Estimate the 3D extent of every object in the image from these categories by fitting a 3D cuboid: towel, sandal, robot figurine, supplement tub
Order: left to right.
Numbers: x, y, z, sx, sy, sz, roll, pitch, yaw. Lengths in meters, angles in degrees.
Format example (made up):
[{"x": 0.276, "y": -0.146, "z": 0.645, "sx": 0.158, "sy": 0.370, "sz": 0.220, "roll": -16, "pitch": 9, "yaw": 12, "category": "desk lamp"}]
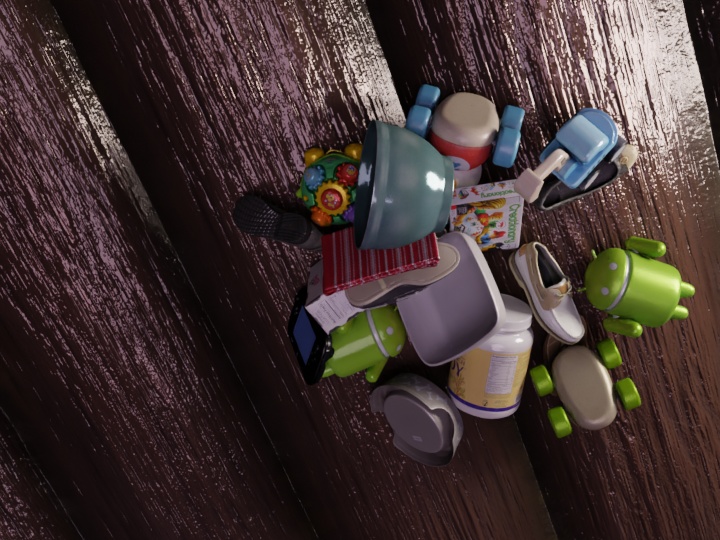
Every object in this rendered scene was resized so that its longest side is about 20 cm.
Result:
[{"x": -0.002, "y": 0.127, "z": 1.543, "sx": 0.198, "sy": 0.116, "sz": 0.176, "roll": -23, "pitch": 128, "yaw": 8, "category": "robot figurine"}, {"x": 0.028, "y": -0.034, "z": 1.341, "sx": 0.197, "sy": 0.146, "sz": 0.023, "roll": -16, "pitch": 131, "yaw": 9, "category": "towel"}, {"x": 0.245, "y": 0.158, "z": 1.536, "sx": 0.143, "sy": 0.146, "sz": 0.203, "roll": 6, "pitch": 113, "yaw": -1, "category": "supplement tub"}, {"x": 0.388, "y": 0.158, "z": 1.586, "sx": 0.079, "sy": 0.054, "sz": 0.202, "roll": -10, "pitch": 127, "yaw": -7, "category": "sandal"}, {"x": 0.497, "y": 0.031, "z": 1.485, "sx": 0.198, "sy": 0.116, "sz": 0.178, "roll": 18, "pitch": 90, "yaw": -5, "category": "robot figurine"}]

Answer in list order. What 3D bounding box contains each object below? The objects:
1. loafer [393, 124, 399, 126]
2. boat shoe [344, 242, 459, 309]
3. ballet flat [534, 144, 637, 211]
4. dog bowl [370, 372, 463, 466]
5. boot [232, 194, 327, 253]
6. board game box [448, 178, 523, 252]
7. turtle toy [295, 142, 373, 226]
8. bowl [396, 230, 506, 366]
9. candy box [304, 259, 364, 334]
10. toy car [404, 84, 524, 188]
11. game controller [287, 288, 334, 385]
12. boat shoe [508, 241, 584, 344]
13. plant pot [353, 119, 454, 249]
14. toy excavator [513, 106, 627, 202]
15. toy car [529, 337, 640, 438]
[{"x": 0.088, "y": -0.165, "z": 1.453, "sx": 0.070, "sy": 0.068, "sz": 0.203, "roll": -25, "pitch": 108, "yaw": -21, "category": "loafer"}, {"x": 0.071, "y": 0.012, "z": 1.355, "sx": 0.198, "sy": 0.063, "sz": 0.073, "roll": -22, "pitch": 66, "yaw": 3, "category": "boat shoe"}, {"x": 0.402, "y": -0.158, "z": 1.448, "sx": 0.199, "sy": 0.057, "sz": 0.067, "roll": -30, "pitch": 110, "yaw": 13, "category": "ballet flat"}, {"x": 0.113, "y": 0.285, "z": 1.587, "sx": 0.199, "sy": 0.059, "sz": 0.202, "roll": 29, "pitch": 142, "yaw": 26, "category": "dog bowl"}, {"x": -0.131, "y": -0.070, "z": 1.478, "sx": 0.130, "sy": 0.199, "sz": 0.068, "roll": 27, "pitch": 86, "yaw": -53, "category": "boot"}, {"x": 0.217, "y": -0.088, "z": 1.428, "sx": 0.124, "sy": 0.035, "sz": 0.200, "roll": -9, "pitch": 155, "yaw": 5, "category": "board game box"}, {"x": -0.020, "y": -0.141, "z": 1.430, "sx": 0.197, "sy": 0.101, "sz": 0.148, "roll": -5, "pitch": 113, "yaw": 12, "category": "turtle toy"}, {"x": 0.164, "y": 0.052, "z": 1.451, "sx": 0.199, "sy": 0.074, "sz": 0.202, "roll": -35, "pitch": 68, "yaw": 37, "category": "bowl"}, {"x": 0.000, "y": 0.000, "z": 1.461, "sx": 0.199, "sy": 0.168, "sz": 0.072, "roll": -35, "pitch": 110, "yaw": 14, "category": "candy box"}, {"x": 0.164, "y": -0.185, "z": 1.392, "sx": 0.182, "sy": 0.178, "sz": 0.202, "roll": 14, "pitch": 125, "yaw": 6, "category": "toy car"}, {"x": -0.096, "y": 0.120, "z": 1.503, "sx": 0.042, "sy": 0.201, "sz": 0.105, "roll": 19, "pitch": 112, "yaw": -27, "category": "game controller"}, {"x": 0.346, "y": 0.041, "z": 1.481, "sx": 0.201, "sy": 0.074, "sz": 0.068, "roll": 56, "pitch": 146, "yaw": 6, "category": "boat shoe"}, {"x": 0.070, "y": -0.126, "z": 1.279, "sx": 0.132, "sy": 0.201, "sz": 0.203, "roll": 7, "pitch": 113, "yaw": -7, "category": "plant pot"}, {"x": 0.336, "y": -0.189, "z": 1.341, "sx": 0.100, "sy": 0.200, "sz": 0.195, "roll": 45, "pitch": 101, "yaw": 17, "category": "toy excavator"}, {"x": 0.428, "y": 0.238, "z": 1.564, "sx": 0.163, "sy": 0.200, "sz": 0.159, "roll": -23, "pitch": 68, "yaw": 7, "category": "toy car"}]
